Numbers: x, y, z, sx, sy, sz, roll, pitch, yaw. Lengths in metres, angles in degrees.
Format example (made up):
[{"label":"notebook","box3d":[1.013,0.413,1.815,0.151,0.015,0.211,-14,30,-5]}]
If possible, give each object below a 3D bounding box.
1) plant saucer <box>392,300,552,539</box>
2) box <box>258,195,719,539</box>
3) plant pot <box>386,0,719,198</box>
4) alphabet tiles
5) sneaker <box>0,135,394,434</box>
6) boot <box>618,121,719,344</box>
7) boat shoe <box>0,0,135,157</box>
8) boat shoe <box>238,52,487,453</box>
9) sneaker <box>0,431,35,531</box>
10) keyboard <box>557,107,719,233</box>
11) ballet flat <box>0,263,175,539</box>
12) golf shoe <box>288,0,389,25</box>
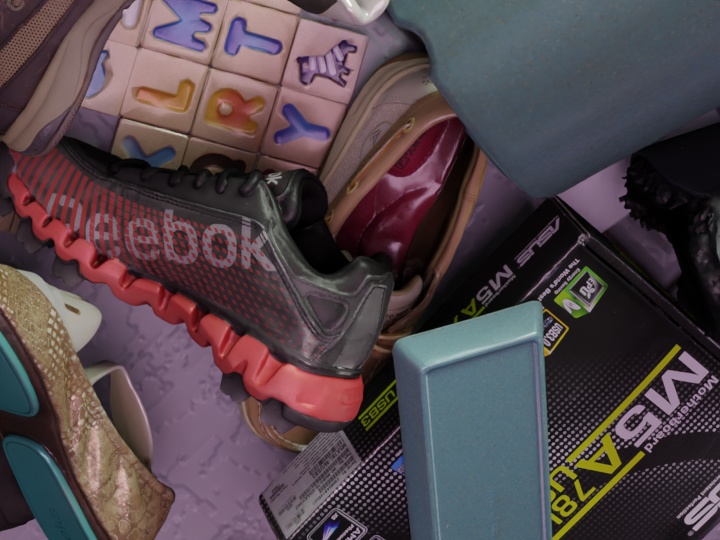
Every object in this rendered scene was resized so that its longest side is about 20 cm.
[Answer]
[{"label":"plant saucer","box3d":[0.056,0.107,1.000,0.070,0.019,0.200,-15,127,-14]},{"label":"box","box3d":[0.085,0.091,1.040,0.200,0.048,0.193,-46,125,8]},{"label":"plant pot","box3d":[0.115,-0.142,0.924,0.196,0.200,0.200,-34,110,12]},{"label":"alphabet tiles","box3d":[-0.084,-0.096,1.002,0.167,0.008,0.200,14,107,-12]},{"label":"sneaker","box3d":[-0.069,-0.017,0.965,0.200,0.071,0.098,33,104,13]},{"label":"boot","box3d":[0.229,-0.005,0.979,0.168,0.200,0.076,-27,152,-12]},{"label":"boat shoe","box3d":[-0.122,-0.136,0.903,0.073,0.075,0.200,22,117,-16]},{"label":"boat shoe","box3d":[0.000,0.000,1.011,0.074,0.066,0.200,15,107,-22]},{"label":"sneaker","box3d":[-0.182,0.033,1.007,0.091,0.076,0.200,-8,117,-15]},{"label":"keyboard","box3d":[0.172,-0.087,1.040,0.200,0.011,0.056,-33,115,4]},{"label":"ballet flat","box3d":[-0.135,0.049,0.969,0.065,0.070,0.200,-47,135,-31]},{"label":"golf shoe","box3d":[-0.003,-0.191,0.841,0.077,0.088,0.200,-16,131,-31]}]
